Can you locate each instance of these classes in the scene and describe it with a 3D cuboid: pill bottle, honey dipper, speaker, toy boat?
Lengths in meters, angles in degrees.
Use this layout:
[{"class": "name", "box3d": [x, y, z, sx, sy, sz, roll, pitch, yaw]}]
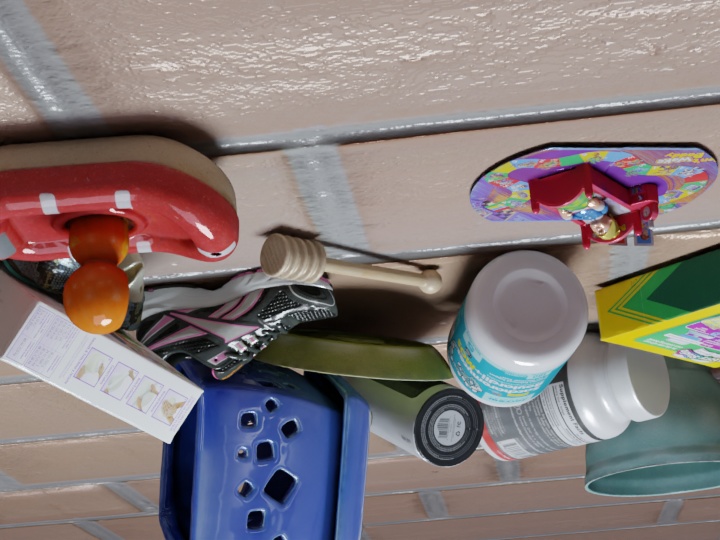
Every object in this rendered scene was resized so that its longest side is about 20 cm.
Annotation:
[{"class": "pill bottle", "box3d": [0.222, 0.131, 1.694, 0.199, 0.117, 0.116, -18, 157, 35]}, {"class": "honey dipper", "box3d": [0.000, 0.000, 1.385, 0.199, 0.038, 0.038, 10, 157, -41]}, {"class": "speaker", "box3d": [0.045, 0.140, 1.619, 0.081, 0.082, 0.200, 5, -174, -25]}, {"class": "pill bottle", "box3d": [0.141, 0.063, 1.481, 0.110, 0.112, 0.200, -2, 161, -5]}, {"class": "toy boat", "box3d": [-0.186, -0.018, 1.137, 0.198, 0.132, 0.131, -4, 162, 1]}]

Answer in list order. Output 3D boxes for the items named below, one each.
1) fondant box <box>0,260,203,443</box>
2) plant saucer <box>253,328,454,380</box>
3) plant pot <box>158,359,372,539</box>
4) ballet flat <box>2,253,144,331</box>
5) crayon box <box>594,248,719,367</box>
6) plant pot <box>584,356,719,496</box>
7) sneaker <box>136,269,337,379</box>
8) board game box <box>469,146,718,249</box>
[{"class": "fondant box", "box3d": [-0.244, 0.059, 1.304, 0.144, 0.058, 0.200, 30, 177, 44]}, {"class": "plant saucer", "box3d": [-0.006, 0.080, 1.543, 0.198, 0.031, 0.200, 5, -178, 0]}, {"class": "plant pot", "box3d": [-0.095, 0.185, 1.560, 0.178, 0.202, 0.200, 2, -172, -17]}, {"class": "ballet flat", "box3d": [-0.216, 0.000, 1.301, 0.074, 0.075, 0.200, -10, 165, 17]}, {"class": "crayon box", "box3d": [0.357, 0.037, 1.535, 0.199, 0.059, 0.172, 14, 155, -43]}, {"class": "plant pot", "box3d": [0.353, 0.177, 1.830, 0.199, 0.135, 0.200, -3, 162, -1]}, {"class": "sneaker", "box3d": [-0.113, 0.056, 1.445, 0.199, 0.087, 0.080, -10, 162, 15]}, {"class": "board game box", "box3d": [0.189, -0.050, 1.263, 0.198, 0.039, 0.158, -1, 161, -10]}]
